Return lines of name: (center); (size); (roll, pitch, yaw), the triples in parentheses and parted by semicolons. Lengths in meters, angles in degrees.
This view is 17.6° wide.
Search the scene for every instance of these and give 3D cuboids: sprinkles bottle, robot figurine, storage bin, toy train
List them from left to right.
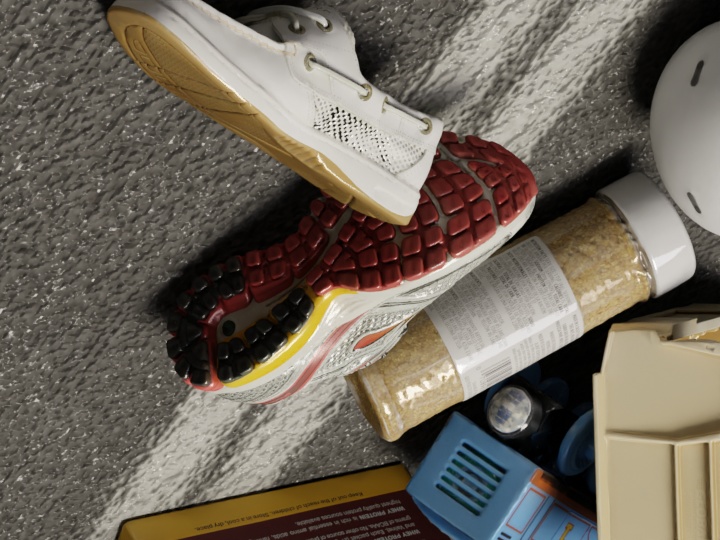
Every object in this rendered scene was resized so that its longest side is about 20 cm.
sprinkles bottle: (0.085, 0.019, 1.285); (0.200, 0.068, 0.068); (-28, 146, -9)
toy train: (0.112, 0.128, 1.410); (0.114, 0.087, 0.200); (-55, 148, 0)
storage bin: (0.210, 0.124, 1.361); (0.093, 0.199, 0.200); (0, -177, 23)
robot figurine: (0.251, -0.082, 1.247); (0.200, 0.151, 0.125); (-10, 153, -32)

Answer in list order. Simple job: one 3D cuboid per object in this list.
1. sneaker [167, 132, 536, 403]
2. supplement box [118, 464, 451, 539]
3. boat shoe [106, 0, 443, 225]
sneaker: (0.000, 0.000, 1.180); (0.200, 0.078, 0.082); (-30, 152, 12)
supplement box: (-0.028, 0.244, 1.350); (0.197, 0.200, 0.133); (-9, 139, -33)
boat shoe: (-0.034, -0.091, 1.058); (0.200, 0.071, 0.069); (34, 82, -46)
